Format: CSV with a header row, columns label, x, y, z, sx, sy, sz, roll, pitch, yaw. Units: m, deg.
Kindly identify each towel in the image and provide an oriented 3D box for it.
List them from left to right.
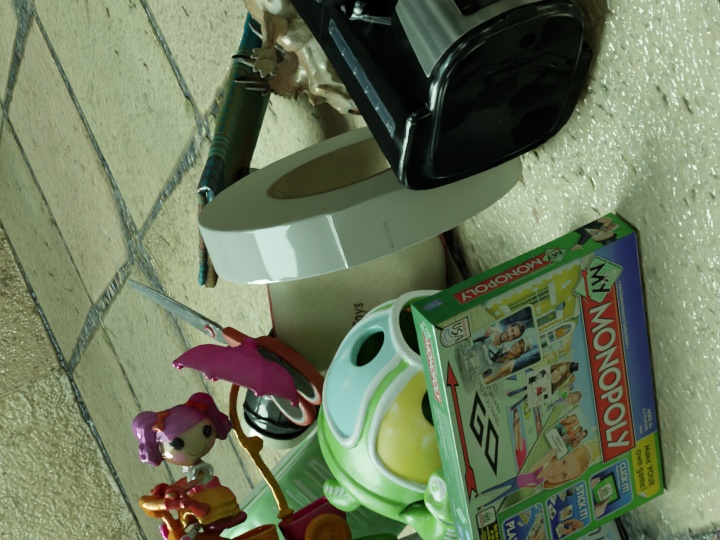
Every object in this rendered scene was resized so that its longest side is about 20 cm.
label,x,y,z,sx,sy,sz,roll,pitch,yaw
towel,-0.097,-0.105,1.526,0.147,0.022,0.200,95,-173,-58

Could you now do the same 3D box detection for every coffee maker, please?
label,x,y,z,sx,sy,sz,roll,pitch,yaw
coffee maker,0.036,-0.152,1.128,0.200,0.135,0.192,60,-178,25

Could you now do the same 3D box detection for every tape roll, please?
label,x,y,z,sx,sy,sz,roll,pitch,yaw
tape roll,-0.001,-0.048,1.212,0.203,0.203,0.037,20,131,67

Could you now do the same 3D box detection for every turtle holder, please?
label,x,y,z,sx,sy,sz,roll,pitch,yaw
turtle holder,0.038,0.098,1.336,0.141,0.186,0.132,19,130,9

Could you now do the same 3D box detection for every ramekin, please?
label,x,y,z,sx,sy,sz,roll,pitch,yaw
ramekin,-0.031,0.191,1.589,0.098,0.200,0.200,43,162,0

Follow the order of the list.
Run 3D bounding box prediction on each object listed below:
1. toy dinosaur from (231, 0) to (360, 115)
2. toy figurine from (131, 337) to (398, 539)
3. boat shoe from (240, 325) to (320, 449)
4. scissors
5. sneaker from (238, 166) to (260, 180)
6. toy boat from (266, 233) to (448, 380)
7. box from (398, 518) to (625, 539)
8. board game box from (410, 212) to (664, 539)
label,x,y,z,sx,sy,sz,roll,pitch,yaw
toy dinosaur,-0.060,-0.197,1.406,0.136,0.086,0.200,164,88,-80
toy figurine,-0.097,0.145,1.411,0.184,0.200,0.150,69,163,0
boat shoe,-0.037,0.063,1.581,0.074,0.201,0.063,21,121,8
scissors,-0.100,0.044,1.475,0.200,0.014,0.073,39,150,20
sneaker,-0.046,-0.035,1.582,0.200,0.077,0.076,50,-143,-81
toy boat,0.000,0.000,1.462,0.200,0.130,0.131,86,-175,-46
box,0.077,0.231,1.387,0.200,0.176,0.097,159,91,-74
board game box,0.108,0.078,1.165,0.029,0.134,0.200,45,154,51
